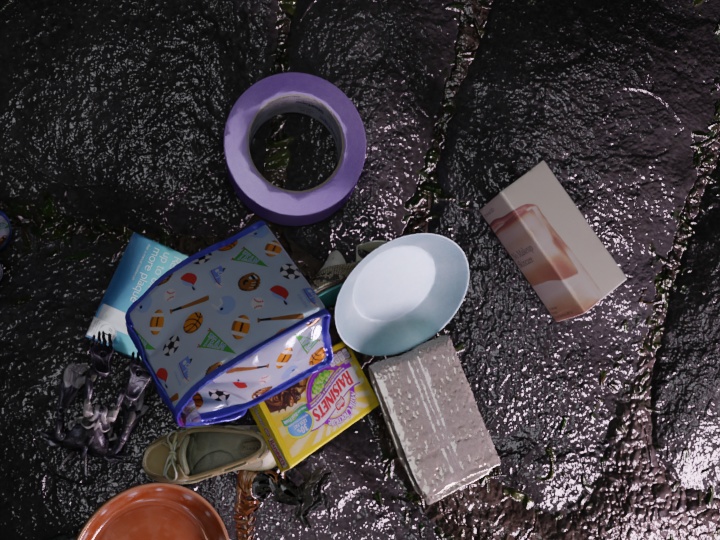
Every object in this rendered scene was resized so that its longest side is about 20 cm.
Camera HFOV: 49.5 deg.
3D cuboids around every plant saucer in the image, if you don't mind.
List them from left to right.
[{"bbox_3d":[-0.252,0.361,0.941,0.197,0.032,0.205,7,75,-27],"label":"plant saucer"},{"bbox_3d":[0.051,0.025,1.049,0.198,0.203,0.039,-21,43,-11],"label":"plant saucer"}]

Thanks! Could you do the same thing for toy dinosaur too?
[{"bbox_3d":[-0.113,0.272,1.021,0.133,0.102,0.204,16,97,10],"label":"toy dinosaur"}]

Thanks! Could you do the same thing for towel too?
[{"bbox_3d":[0.102,0.202,1.071,0.130,0.034,0.204,-19,84,-20],"label":"towel"}]

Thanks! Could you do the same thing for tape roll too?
[{"bbox_3d":[-0.092,-0.169,1.095,0.196,0.066,0.205,1,81,-8],"label":"tape roll"}]

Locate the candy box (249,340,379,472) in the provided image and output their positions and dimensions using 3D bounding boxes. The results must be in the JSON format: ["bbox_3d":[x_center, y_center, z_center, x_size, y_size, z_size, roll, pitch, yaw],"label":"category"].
[{"bbox_3d":[-0.057,0.167,1.002,0.199,0.026,0.104,-24,87,-53],"label":"candy box"}]

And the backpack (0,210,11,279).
[{"bbox_3d":[-0.527,-0.030,0.955,0.154,0.200,0.191,46,71,-3],"label":"backpack"}]

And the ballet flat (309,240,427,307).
[{"bbox_3d":[0.000,0.000,1.085,0.196,0.068,0.076,-14,66,-17],"label":"ballet flat"}]

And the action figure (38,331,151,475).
[{"bbox_3d":[-0.325,0.169,0.981,0.117,0.201,0.103,25,35,-17],"label":"action figure"}]

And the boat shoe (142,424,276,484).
[{"bbox_3d":[-0.195,0.229,0.985,0.196,0.063,0.075,-6,72,18],"label":"boat shoe"}]

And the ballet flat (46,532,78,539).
[{"bbox_3d":[-0.344,0.361,0.976,0.196,0.057,0.068,-9,82,-9],"label":"ballet flat"}]

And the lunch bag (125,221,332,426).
[{"bbox_3d":[-0.155,0.069,0.904,0.198,0.125,0.170,-27,53,-19],"label":"lunch bag"}]

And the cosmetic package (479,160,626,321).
[{"bbox_3d":[0.268,-0.038,1.105,0.087,0.103,0.202,-34,85,-13],"label":"cosmetic package"}]

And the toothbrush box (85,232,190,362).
[{"bbox_3d":[-0.233,0.063,1.027,0.197,0.085,0.149,25,77,-5],"label":"toothbrush box"}]
